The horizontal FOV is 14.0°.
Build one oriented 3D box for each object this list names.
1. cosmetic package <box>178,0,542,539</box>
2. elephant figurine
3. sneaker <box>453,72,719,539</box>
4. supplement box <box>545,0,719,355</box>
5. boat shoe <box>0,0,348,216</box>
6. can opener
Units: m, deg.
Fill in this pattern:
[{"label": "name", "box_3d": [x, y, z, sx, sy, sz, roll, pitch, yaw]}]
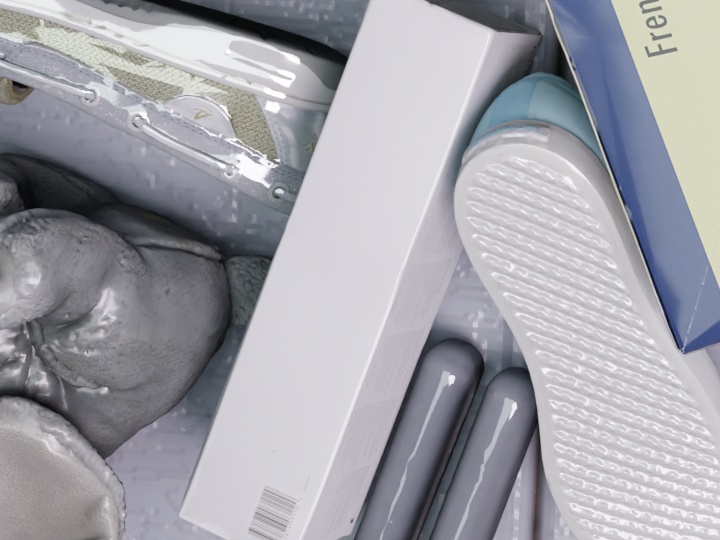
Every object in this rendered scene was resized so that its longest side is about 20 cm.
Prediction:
[{"label": "cosmetic package", "box_3d": [0.000, 0.000, 1.041, 0.050, 0.082, 0.201, 23, 99, 15]}, {"label": "elephant figurine", "box_3d": [-0.140, 0.063, 1.078, 0.154, 0.141, 0.201, 25, 99, 25]}, {"label": "sneaker", "box_3d": [0.094, 0.018, 1.039, 0.073, 0.082, 0.201, -8, 121, 21]}, {"label": "supplement box", "box_3d": [0.170, -0.106, 0.958, 0.199, 0.134, 0.201, -21, 93, 17]}, {"label": "boat shoe", "box_3d": [-0.104, -0.074, 1.072, 0.201, 0.074, 0.065, 14, 99, 5]}, {"label": "can opener", "box_3d": [0.013, 0.125, 1.082, 0.052, 0.066, 0.201, 24, 100, 11]}]
